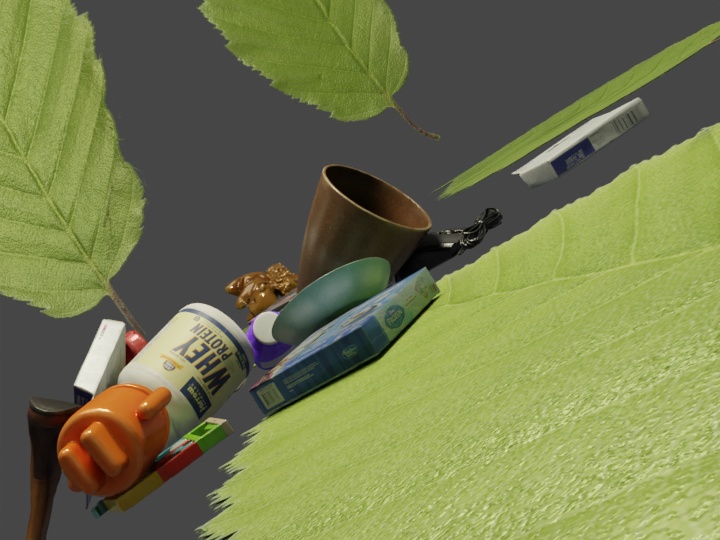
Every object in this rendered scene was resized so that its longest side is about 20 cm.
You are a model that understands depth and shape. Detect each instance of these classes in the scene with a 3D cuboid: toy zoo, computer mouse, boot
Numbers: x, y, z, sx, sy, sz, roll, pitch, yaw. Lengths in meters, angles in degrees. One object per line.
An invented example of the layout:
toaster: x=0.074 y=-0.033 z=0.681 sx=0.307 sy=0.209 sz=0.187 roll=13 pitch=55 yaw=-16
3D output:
toy zoo: x=-0.263 y=0.260 z=1.330 sx=0.199 sy=0.021 sz=0.131 roll=-35 pitch=5 yaw=-19
computer mouse: x=0.125 y=-0.043 z=1.623 sx=0.199 sy=0.053 sz=0.138 roll=-31 pitch=6 yaw=32
boot: x=-0.419 y=0.270 z=1.327 sx=0.068 sy=0.203 sz=0.188 roll=13 pitch=-13 yaw=-18

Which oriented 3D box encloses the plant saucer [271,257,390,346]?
plant saucer: x=-0.033 y=0.058 z=1.463 sx=0.199 sy=0.039 sz=0.202 roll=-28 pitch=-23 yaw=-13

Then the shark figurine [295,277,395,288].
shark figurine: x=-0.004 y=-0.002 z=1.787 sx=0.213 sy=0.090 sz=0.128 roll=-15 pitch=13 yaw=45

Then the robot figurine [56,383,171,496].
robot figurine: x=-0.313 y=0.214 z=1.300 sx=0.200 sy=0.115 sz=0.146 roll=-54 pitch=-23 yaw=-77

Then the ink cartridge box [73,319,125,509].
ink cartridge box: x=-0.393 y=0.211 z=1.508 sx=0.201 sy=0.043 sz=0.198 roll=-79 pitch=0 yaw=-53

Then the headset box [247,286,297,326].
headset box: x=-0.105 y=0.071 z=1.907 sx=0.200 sy=0.075 sz=0.148 roll=-37 pitch=6 yaw=-42

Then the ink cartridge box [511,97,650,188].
ink cartridge box: x=0.374 y=-0.212 z=1.750 sx=0.199 sy=0.041 sz=0.200 roll=-34 pitch=4 yaw=-7

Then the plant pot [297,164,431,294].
plant pot: x=-0.017 y=-0.028 z=1.579 sx=0.201 sy=0.186 sz=0.187 roll=-62 pitch=-6 yaw=20

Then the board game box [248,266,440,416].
board game box: x=-0.018 y=0.087 z=1.288 sx=0.199 sy=0.044 sz=0.199 roll=-31 pitch=4 yaw=33

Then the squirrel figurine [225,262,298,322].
squirrel figurine: x=-0.259 y=0.057 z=2.852 sx=0.199 sy=0.142 sz=0.186 roll=-36 pitch=11 yaw=-11

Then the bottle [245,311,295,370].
bottle: x=-0.139 y=0.105 z=1.585 sx=0.083 sy=0.066 sz=0.200 roll=-34 pitch=-9 yaw=-9

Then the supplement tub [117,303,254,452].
supplement tub: x=-0.267 y=0.163 z=1.509 sx=0.200 sy=0.145 sz=0.145 roll=-49 pitch=13 yaw=-34

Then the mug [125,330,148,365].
mug: x=-0.331 y=0.192 z=1.678 sx=0.132 sy=0.180 sz=0.200 roll=-4 pitch=-13 yaw=-24
